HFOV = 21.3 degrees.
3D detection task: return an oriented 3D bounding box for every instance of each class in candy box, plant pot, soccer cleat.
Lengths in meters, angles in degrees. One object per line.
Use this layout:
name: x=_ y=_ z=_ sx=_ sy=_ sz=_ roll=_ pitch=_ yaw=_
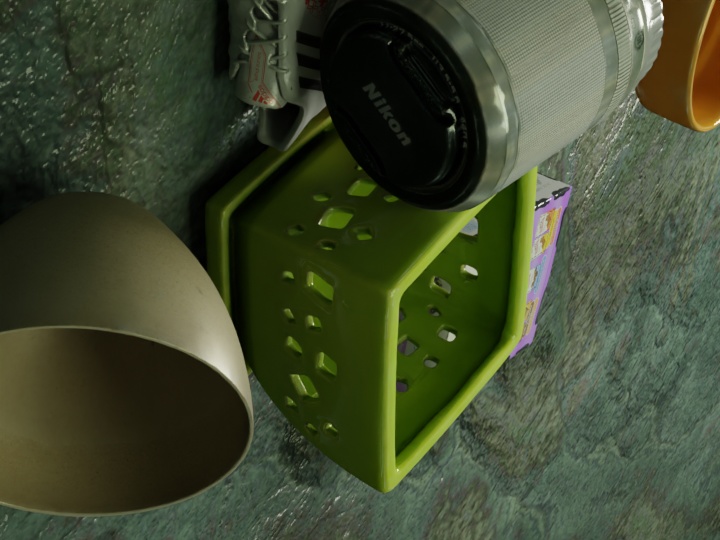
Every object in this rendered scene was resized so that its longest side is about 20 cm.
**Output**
candy box: x=0.098 y=0.012 z=1.697 sx=0.200 sy=0.071 sz=0.169 roll=-27 pitch=136 yaw=-54
plant pot: x=0.246 y=-0.244 z=1.631 sx=0.200 sy=0.182 sz=0.201 roll=-45 pitch=149 yaw=-37
plant pot: x=0.000 y=0.000 z=1.364 sx=0.200 sy=0.180 sz=0.200 roll=-43 pitch=147 yaw=-38
plant pot: x=-0.161 y=0.035 z=1.109 sx=0.201 sy=0.198 sz=0.136 roll=75 pitch=9 yaw=-54
soccer cleat: x=-0.057 y=-0.155 z=1.252 sx=0.086 sy=0.068 sz=0.200 roll=-60 pitch=159 yaw=-21

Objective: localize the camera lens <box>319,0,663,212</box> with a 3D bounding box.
camera lens: x=0.084 y=-0.144 z=1.256 sx=0.199 sy=0.159 sz=0.161 roll=-34 pitch=141 yaw=-34
